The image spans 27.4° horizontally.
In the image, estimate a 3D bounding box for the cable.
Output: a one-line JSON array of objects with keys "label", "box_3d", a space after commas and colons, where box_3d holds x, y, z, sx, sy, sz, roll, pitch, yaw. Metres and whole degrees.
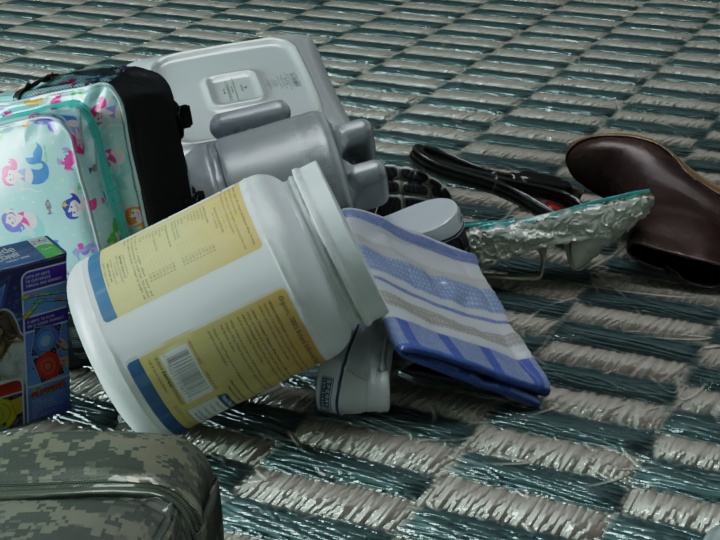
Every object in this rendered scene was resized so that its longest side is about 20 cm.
[{"label": "cable", "box_3d": [0.142, -0.071, 1.451, 0.199, 0.051, 0.097, 9, 31, -16]}]

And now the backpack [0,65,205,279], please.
[{"label": "backpack", "box_3d": [-0.246, -0.065, 1.183, 0.199, 0.179, 0.150, -1, 18, 31]}]

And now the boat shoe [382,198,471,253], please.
[{"label": "boat shoe", "box_3d": [0.000, 0.000, 1.300, 0.199, 0.068, 0.072, -20, 29, 1]}]

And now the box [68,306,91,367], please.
[{"label": "box", "box_3d": [-0.288, 0.033, 1.240, 0.198, 0.046, 0.159, -3, 22, -10]}]

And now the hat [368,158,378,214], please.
[{"label": "hat", "box_3d": [-0.083, -0.088, 1.393, 0.199, 0.081, 0.202, -8, 54, 11]}]

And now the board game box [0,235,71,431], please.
[{"label": "board game box", "box_3d": [-0.302, 0.063, 1.047, 0.199, 0.136, 0.034, -15, 33, -35]}]

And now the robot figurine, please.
[{"label": "robot figurine", "box_3d": [-0.077, -0.067, 1.264, 0.199, 0.113, 0.171, -18, 66, -3]}]

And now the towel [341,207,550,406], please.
[{"label": "towel", "box_3d": [0.062, 0.024, 1.171, 0.146, 0.024, 0.200, 21, 25, -27]}]

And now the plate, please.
[{"label": "plate", "box_3d": [-0.117, -0.159, 1.385, 0.199, 0.032, 0.200, -12, 43, -11]}]

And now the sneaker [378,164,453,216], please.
[{"label": "sneaker", "box_3d": [-0.004, -0.074, 1.473, 0.198, 0.078, 0.080, 4, 13, 9]}]

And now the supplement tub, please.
[{"label": "supplement tub", "box_3d": [-0.094, 0.020, 1.066, 0.199, 0.145, 0.145, -26, 24, 1]}]

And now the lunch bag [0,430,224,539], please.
[{"label": "lunch bag", "box_3d": [-0.134, 0.186, 0.660, 0.138, 0.201, 0.168, 0, 21, 2]}]

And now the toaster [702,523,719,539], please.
[{"label": "toaster", "box_3d": [0.212, 0.222, 0.679, 0.199, 0.120, 0.181, 12, 26, 26]}]

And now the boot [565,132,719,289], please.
[{"label": "boot", "box_3d": [0.273, -0.060, 1.405, 0.199, 0.073, 0.166, 22, 30, 14]}]

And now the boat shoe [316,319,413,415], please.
[{"label": "boat shoe", "box_3d": [0.019, 0.055, 1.171, 0.065, 0.074, 0.200, 9, 34, 11]}]

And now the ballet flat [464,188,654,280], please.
[{"label": "ballet flat", "box_3d": [0.170, -0.027, 1.343, 0.198, 0.072, 0.072, -10, 22, 3]}]
